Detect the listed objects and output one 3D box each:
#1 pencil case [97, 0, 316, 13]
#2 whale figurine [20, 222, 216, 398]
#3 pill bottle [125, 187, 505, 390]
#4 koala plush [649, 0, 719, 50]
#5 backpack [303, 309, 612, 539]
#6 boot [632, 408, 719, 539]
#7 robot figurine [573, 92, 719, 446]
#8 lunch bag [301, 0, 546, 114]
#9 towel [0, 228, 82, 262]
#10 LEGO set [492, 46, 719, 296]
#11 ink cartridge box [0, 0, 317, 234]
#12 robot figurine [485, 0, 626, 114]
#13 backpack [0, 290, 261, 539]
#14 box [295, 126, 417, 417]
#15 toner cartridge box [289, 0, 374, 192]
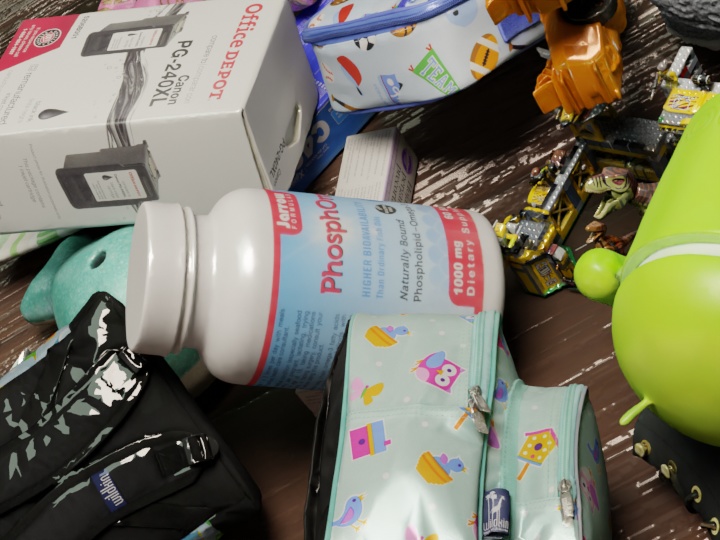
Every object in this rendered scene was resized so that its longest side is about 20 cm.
[{"bbox_3d":[-0.113,-0.206,1.175,0.199,0.086,0.084,-19,44,39],"label":"pencil case"},{"bbox_3d":[-0.165,0.014,1.049,0.199,0.104,0.160,20,69,45],"label":"whale figurine"},{"bbox_3d":[-0.027,0.012,0.881,0.197,0.109,0.110,5,45,-16],"label":"pill bottle"},{"bbox_3d":[0.238,-0.173,0.879,0.198,0.177,0.186,15,77,30],"label":"koala plush"},{"bbox_3d":[0.047,0.120,0.777,0.151,0.177,0.202,-10,49,5],"label":"backpack"},{"bbox_3d":[0.178,0.134,0.756,0.204,0.073,0.154,-51,35,-1],"label":"boot"},{"bbox_3d":[0.187,-0.005,0.732,0.174,0.116,0.201,2,50,36],"label":"robot figurine"},{"bbox_3d":[0.073,-0.171,1.000,0.199,0.076,0.159,-36,19,-34],"label":"lunch bag"},{"bbox_3d":[-0.195,-0.082,1.163,0.198,0.023,0.154,-19,36,34],"label":"towel"},{"bbox_3d":[0.155,-0.056,0.881,0.199,0.116,0.154,24,71,43],"label":"LEGO set"},{"bbox_3d":[-0.140,-0.104,1.030,0.197,0.084,0.146,-4,39,15],"label":"ink cartridge box"},{"bbox_3d":[0.104,-0.192,0.873,0.058,0.145,0.202,-17,46,20],"label":"robot figurine"},{"bbox_3d":[-0.180,0.136,0.932,0.199,0.154,0.164,-38,86,-9],"label":"backpack"},{"bbox_3d":[0.000,0.000,0.997,0.041,0.039,0.202,-9,52,26],"label":"box"},{"bbox_3d":[-0.031,-0.133,1.121,0.200,0.043,0.095,-48,45,-8],"label":"toner cartridge box"}]
